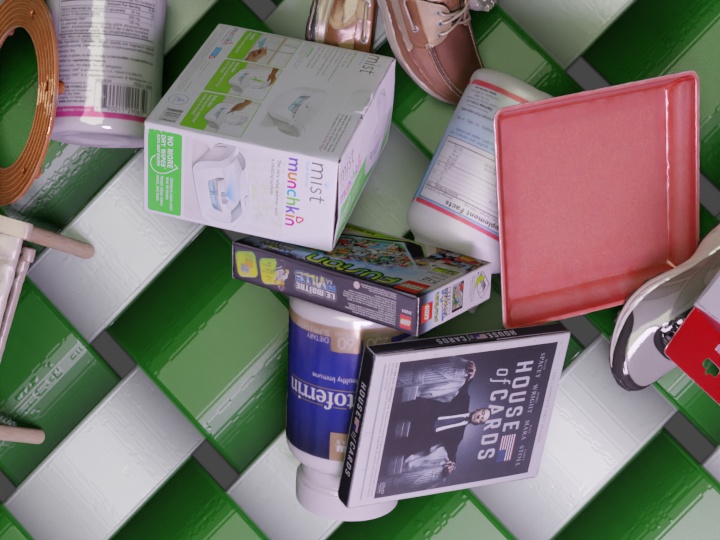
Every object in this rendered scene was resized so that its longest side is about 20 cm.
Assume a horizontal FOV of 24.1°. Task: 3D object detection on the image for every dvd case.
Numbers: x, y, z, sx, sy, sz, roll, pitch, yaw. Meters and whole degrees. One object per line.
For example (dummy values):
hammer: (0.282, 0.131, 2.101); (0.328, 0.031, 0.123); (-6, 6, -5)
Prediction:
dvd case: (0.081, 0.123, 1.449); (0.198, 0.025, 0.151); (-5, 119, -29)

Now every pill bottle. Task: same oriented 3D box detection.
pill bottle: (0.109, -0.069, 1.507); (0.108, 0.109, 0.201); (26, 91, 10)
pill bottle: (-0.008, 0.110, 1.482); (0.115, 0.116, 0.202); (5, 110, 9)
pill bottle: (-0.238, -0.221, 1.573); (0.112, 0.113, 0.202); (2, 85, 9)

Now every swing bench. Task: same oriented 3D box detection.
swing bench: (-0.350, 0.046, 1.524); (0.129, 0.200, 0.201); (16, 88, 10)

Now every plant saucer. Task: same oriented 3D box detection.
plant saucer: (0.201, -0.065, 1.464); (0.198, 0.037, 0.202); (-13, 114, -19)

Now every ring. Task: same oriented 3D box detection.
ring: (-0.319, -0.160, 1.567); (0.019, 0.200, 0.202); (4, 84, -34)

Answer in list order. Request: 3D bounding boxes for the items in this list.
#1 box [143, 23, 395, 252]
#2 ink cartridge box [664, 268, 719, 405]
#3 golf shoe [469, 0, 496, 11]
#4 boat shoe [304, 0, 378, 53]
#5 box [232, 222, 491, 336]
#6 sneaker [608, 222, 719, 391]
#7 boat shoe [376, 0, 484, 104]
box: (-0.076, -0.124, 1.490); (0.175, 0.200, 0.097); (12, 125, 9)
ink cartridge box: (0.362, 0.048, 1.405); (0.084, 0.200, 0.176); (40, 93, 36)
golf shoe: (0.094, -0.335, 1.562); (0.096, 0.078, 0.202); (-1, 79, 26)
boat shoe: (0.009, -0.289, 1.565); (0.073, 0.076, 0.202); (17, 96, 6)
box: (0.000, 0.000, 1.436); (0.199, 0.110, 0.035); (16, 115, 33)
sneaker: (0.298, 0.031, 1.473); (0.200, 0.079, 0.074); (-44, 119, 5)
boat shoe: (0.061, -0.236, 1.510); (0.076, 0.072, 0.201); (-46, 116, -28)
